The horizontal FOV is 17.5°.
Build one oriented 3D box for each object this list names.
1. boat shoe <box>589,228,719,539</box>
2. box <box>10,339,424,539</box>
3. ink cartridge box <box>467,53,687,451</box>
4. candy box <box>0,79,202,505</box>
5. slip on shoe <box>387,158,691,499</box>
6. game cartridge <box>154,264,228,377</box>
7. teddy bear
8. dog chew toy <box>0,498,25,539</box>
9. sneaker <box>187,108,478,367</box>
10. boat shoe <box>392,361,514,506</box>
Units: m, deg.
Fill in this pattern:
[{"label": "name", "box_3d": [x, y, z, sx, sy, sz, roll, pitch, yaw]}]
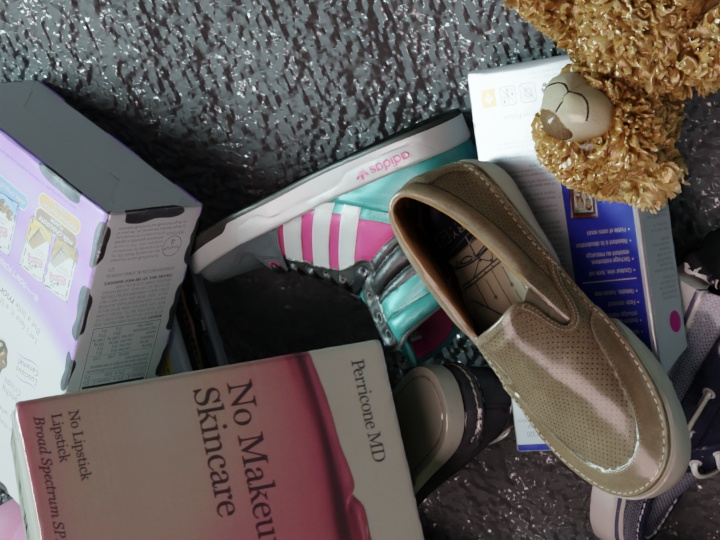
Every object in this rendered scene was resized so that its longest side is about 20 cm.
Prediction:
[{"label": "boat shoe", "box_3d": [0.187, 0.083, 1.221, 0.093, 0.075, 0.200, 30, 129, 23]}, {"label": "box", "box_3d": [-0.079, 0.123, 1.249, 0.109, 0.200, 0.128, 120, 139, -72]}, {"label": "ink cartridge box", "box_3d": [0.112, -0.010, 1.189, 0.095, 0.037, 0.200, -6, 90, 39]}, {"label": "candy box", "box_3d": [-0.188, 0.015, 1.356, 0.168, 0.072, 0.200, 36, 121, 37]}, {"label": "slip on shoe", "box_3d": [0.085, 0.030, 1.156, 0.076, 0.061, 0.200, -43, 70, 34]}, {"label": "game cartridge", "box_3d": [-0.129, 0.069, 1.379, 0.133, 0.042, 0.200, -29, 74, 41]}, {"label": "teddy bear", "box_3d": [0.132, -0.129, 1.102, 0.145, 0.067, 0.200, 42, 110, 16]}, {"label": "dog chew toy", "box_3d": [-0.196, 0.196, 1.507, 0.200, 0.125, 0.125, -7, 114, 43]}, {"label": "sneaker", "box_3d": [0.000, 0.000, 1.288, 0.200, 0.084, 0.121, -23, 95, 38]}, {"label": "boat shoe", "box_3d": [0.036, 0.103, 1.331, 0.200, 0.063, 0.073, 132, 126, -60]}]
